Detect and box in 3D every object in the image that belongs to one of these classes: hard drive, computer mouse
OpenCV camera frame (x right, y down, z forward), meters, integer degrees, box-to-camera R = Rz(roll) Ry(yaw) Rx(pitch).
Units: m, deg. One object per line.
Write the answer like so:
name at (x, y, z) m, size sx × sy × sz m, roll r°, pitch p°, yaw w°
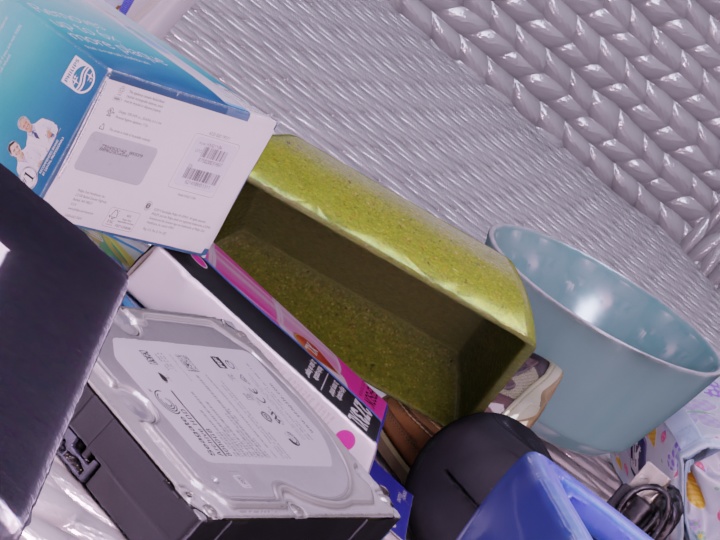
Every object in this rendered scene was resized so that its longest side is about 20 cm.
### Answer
hard drive at (-0.074, 0.074, 1.291) m, size 0.140 × 0.038 × 0.200 m, roll 48°, pitch 17°, yaw 22°
computer mouse at (0.077, 0.128, 1.515) m, size 0.053 × 0.139 × 0.200 m, roll 37°, pitch 1°, yaw -31°

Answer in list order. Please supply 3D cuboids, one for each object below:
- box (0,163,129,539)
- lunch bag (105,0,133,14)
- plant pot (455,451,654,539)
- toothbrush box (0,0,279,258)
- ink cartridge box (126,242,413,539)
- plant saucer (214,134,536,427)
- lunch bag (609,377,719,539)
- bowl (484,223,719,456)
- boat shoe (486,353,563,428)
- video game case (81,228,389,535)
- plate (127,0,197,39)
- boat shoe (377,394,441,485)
box at (-0.159, 0.057, 0.575) m, size 0.117 × 0.200 × 0.197 m, roll 42°, pitch 10°, yaw -7°
lunch bag at (-0.205, -0.218, 1.641) m, size 0.124 × 0.200 × 0.170 m, roll 12°, pitch -14°, yaw 42°
plant pot at (0.086, 0.214, 0.973) m, size 0.200 × 0.180 × 0.200 m, roll 41°, pitch 10°, yaw -21°
toothbrush box at (-0.165, -0.099, 1.430) m, size 0.200 × 0.085 × 0.146 m, roll 35°, pitch 11°, yaw 32°
ink cartridge box at (-0.038, 0.055, 1.483) m, size 0.200 × 0.037 × 0.095 m, roll 45°, pitch 10°, yaw -5°
plant saucer at (0.000, 0.000, 1.553) m, size 0.200 × 0.048 × 0.200 m, roll 30°, pitch -20°, yaw 0°
lunch bag at (0.271, 0.153, 2.176) m, size 0.200 × 0.127 × 0.170 m, roll 49°, pitch 7°, yaw -35°
bowl at (0.155, 0.062, 2.071) m, size 0.201 × 0.105 × 0.201 m, roll 29°, pitch 15°, yaw -9°
boat shoe at (0.088, 0.078, 1.900) m, size 0.065 × 0.072 × 0.200 m, roll 48°, pitch 15°, yaw -3°
video game case at (-0.075, 0.056, 1.477) m, size 0.200 × 0.018 × 0.143 m, roll 50°, pitch 11°, yaw 34°
plate at (-0.171, -0.232, 1.784) m, size 0.200 × 0.200 × 0.032 m, roll 40°, pitch 16°, yaw -21°
boat shoe at (0.085, 0.134, 1.648) m, size 0.200 × 0.068 × 0.072 m, roll 46°, pitch 11°, yaw 19°
